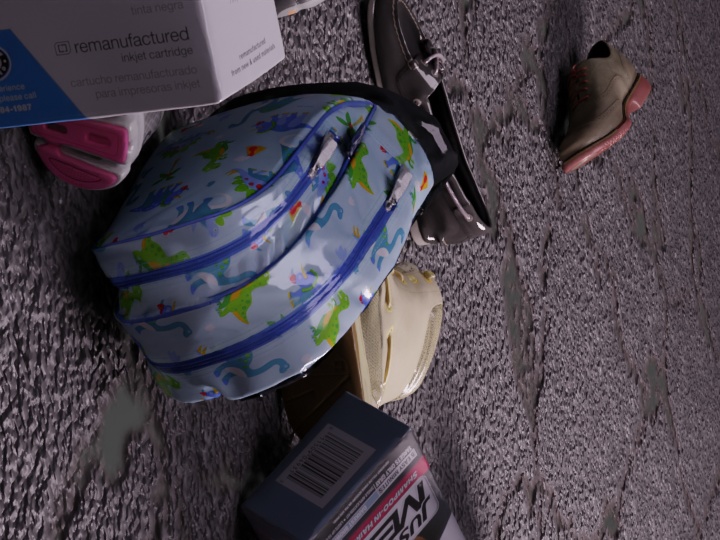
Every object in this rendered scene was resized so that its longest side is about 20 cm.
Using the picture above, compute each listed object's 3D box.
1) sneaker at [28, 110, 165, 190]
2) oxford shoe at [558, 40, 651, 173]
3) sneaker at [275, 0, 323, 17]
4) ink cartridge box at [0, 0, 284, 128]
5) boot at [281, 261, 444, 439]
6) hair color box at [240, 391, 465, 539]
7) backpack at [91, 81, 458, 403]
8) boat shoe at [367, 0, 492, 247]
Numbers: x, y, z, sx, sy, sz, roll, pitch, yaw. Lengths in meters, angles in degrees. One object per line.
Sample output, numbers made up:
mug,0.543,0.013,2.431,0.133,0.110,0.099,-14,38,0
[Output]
sneaker,-0.132,-0.145,1.136,0.087,0.074,0.200,-48,135,-65
oxford shoe,0.213,-0.155,2.168,0.075,0.070,0.200,52,29,-10
sneaker,-0.033,-0.220,1.429,0.200,0.079,0.074,-77,152,-45
ink cartridge box,-0.131,-0.173,1.030,0.086,0.146,0.200,-49,130,-62
boot,0.000,0.000,1.465,0.155,0.073,0.200,-25,112,-67
hair color box,0.010,0.178,1.412,0.099,0.061,0.200,-46,139,-20
backpack,-0.056,-0.016,1.223,0.154,0.163,0.200,55,41,-40
boat shoe,0.052,-0.113,1.675,0.067,0.057,0.200,-57,138,-60
